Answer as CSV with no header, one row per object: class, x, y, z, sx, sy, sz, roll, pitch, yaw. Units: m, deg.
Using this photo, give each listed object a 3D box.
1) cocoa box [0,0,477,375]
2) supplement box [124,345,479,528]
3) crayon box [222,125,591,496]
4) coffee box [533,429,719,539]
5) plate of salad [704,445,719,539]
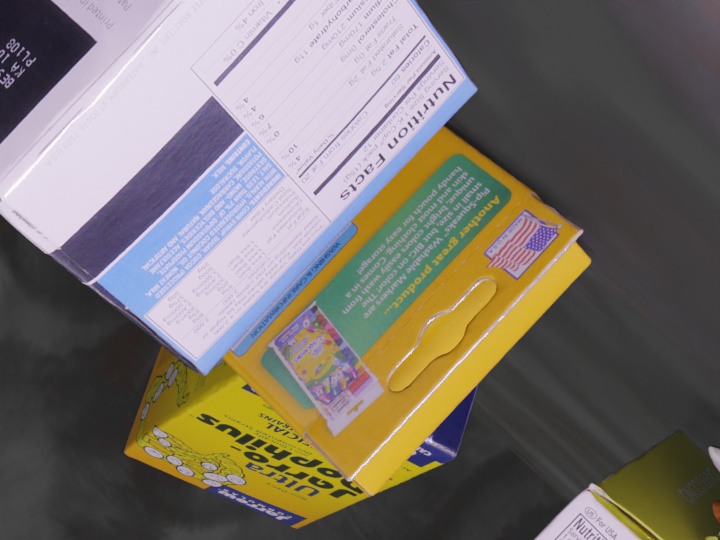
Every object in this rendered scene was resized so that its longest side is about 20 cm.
cocoa box,-0.088,-0.090,0.704,0.200,0.133,0.131,42,177,35
supplement box,-0.025,0.045,1.123,0.109,0.110,0.200,25,156,-15
crayon box,0.000,0.000,0.883,0.052,0.126,0.200,45,177,-41
coffee box,0.135,0.217,1.029,0.200,0.198,0.200,44,-164,12
plate of salad,0.209,0.146,0.904,0.200,0.048,0.200,44,177,3
